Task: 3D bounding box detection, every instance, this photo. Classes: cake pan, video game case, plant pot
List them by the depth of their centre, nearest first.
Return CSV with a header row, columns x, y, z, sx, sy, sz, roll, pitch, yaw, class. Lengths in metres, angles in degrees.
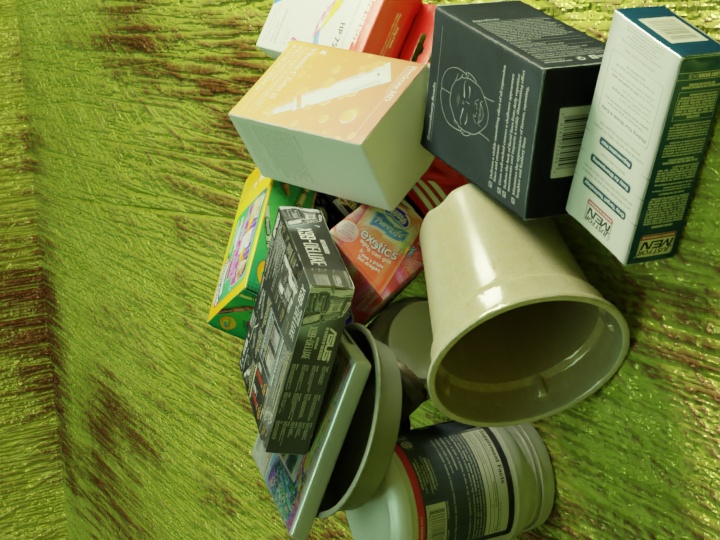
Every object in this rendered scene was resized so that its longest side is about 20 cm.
x,y,z,sx,sy,sz,roll,pitch,yaw,class
0.142,0.019,1.376,0.202,0.197,0.185,111,152,-46,plant pot
-0.011,0.157,1.446,0.200,0.036,0.203,133,144,-50,cake pan
-0.056,0.150,1.477,0.202,0.023,0.182,-69,24,14,video game case

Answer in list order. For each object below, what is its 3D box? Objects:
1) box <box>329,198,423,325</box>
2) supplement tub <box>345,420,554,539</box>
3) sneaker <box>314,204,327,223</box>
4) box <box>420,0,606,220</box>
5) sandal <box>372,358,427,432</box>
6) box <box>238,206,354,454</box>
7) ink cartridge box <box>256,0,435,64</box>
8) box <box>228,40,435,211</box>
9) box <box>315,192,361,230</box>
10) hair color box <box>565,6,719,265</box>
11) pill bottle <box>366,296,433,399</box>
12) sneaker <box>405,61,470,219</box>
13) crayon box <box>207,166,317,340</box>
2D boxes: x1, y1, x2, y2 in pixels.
x,y,z,sx,sy,sz,roll,pitch,yaw,class
0.000,0.000,1.546,0.095,0.102,0.200,48,153,3,box
0.093,0.234,1.498,0.140,0.197,0.143,28,123,58,supplement tub
-0.051,-0.007,1.706,0.071,0.093,0.200,-62,0,-33,sneaker
0.156,-0.160,1.356,0.200,0.106,0.150,43,135,51,box
0.020,0.157,1.518,0.082,0.055,0.200,41,154,4,sandal
-0.069,0.060,1.432,0.158,0.049,0.202,-117,38,-56,box
-0.010,-0.276,1.585,0.198,0.067,0.118,19,84,38,ink cartridge box
-0.021,-0.157,1.491,0.198,0.125,0.098,17,148,39,box
-0.037,-0.057,1.736,0.199,0.049,0.201,51,159,20,box
0.250,-0.118,1.229,0.100,0.060,0.202,51,140,46,hair color box
0.056,0.093,1.580,0.200,0.111,0.114,125,132,-76,pill bottle
0.062,-0.140,1.536,0.079,0.114,0.202,111,141,-54,sneaker
-0.108,-0.035,1.602,0.119,0.058,0.202,-39,34,56,crayon box
